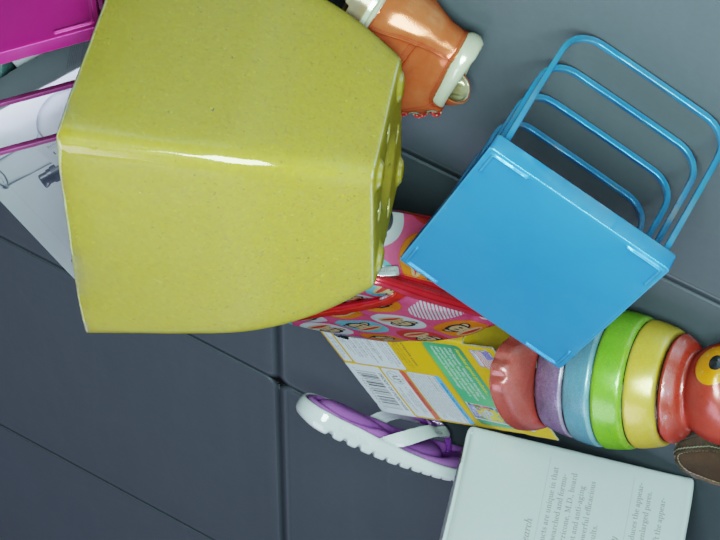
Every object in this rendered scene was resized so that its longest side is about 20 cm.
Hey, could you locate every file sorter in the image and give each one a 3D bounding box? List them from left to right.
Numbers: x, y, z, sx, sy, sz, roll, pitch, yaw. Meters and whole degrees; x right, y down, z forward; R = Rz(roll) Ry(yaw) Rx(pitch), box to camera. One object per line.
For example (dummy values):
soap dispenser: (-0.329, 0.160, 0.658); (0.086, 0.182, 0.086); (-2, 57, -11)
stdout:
file sorter: (-0.249, -0.197, 1.595); (0.138, 0.201, 0.126); (-15, 149, 1)
file sorter: (0.139, -0.049, 1.539); (0.138, 0.123, 0.200); (33, 154, -2)

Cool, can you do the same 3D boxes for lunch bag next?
lunch bag: (0.000, 0.000, 1.756); (0.175, 0.083, 0.200); (16, 164, -34)

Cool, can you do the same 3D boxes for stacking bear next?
stacking bear: (0.216, 0.083, 1.704); (0.199, 0.122, 0.114); (8, 144, 27)

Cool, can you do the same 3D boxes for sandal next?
sandal: (0.038, 0.142, 2.021); (0.202, 0.050, 0.082); (20, -168, -30)

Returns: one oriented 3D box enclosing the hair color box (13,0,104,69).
hair color box: (-0.167, -0.133, 1.757); (0.110, 0.064, 0.200); (-22, 125, 22)

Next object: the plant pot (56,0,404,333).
plant pot: (-0.075, -0.076, 1.515); (0.199, 0.195, 0.196); (8, 139, 6)

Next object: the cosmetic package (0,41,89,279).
cosmetic package: (-0.197, -0.078, 1.732); (0.150, 0.052, 0.200); (-24, 126, 24)

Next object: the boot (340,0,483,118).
boot: (0.019, -0.130, 1.596); (0.107, 0.075, 0.200); (29, 153, -2)

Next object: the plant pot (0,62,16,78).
plant pot: (-0.328, -0.154, 1.823); (0.187, 0.201, 0.200); (0, 141, 25)

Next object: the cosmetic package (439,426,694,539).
cosmetic package: (0.163, 0.257, 1.933); (0.199, 0.166, 0.165); (13, 152, 3)

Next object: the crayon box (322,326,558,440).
crayon box: (0.073, 0.075, 1.902); (0.199, 0.052, 0.126); (7, 144, 43)

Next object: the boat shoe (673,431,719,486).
boat shoe: (0.312, 0.154, 1.745); (0.075, 0.075, 0.202); (46, 151, -25)
